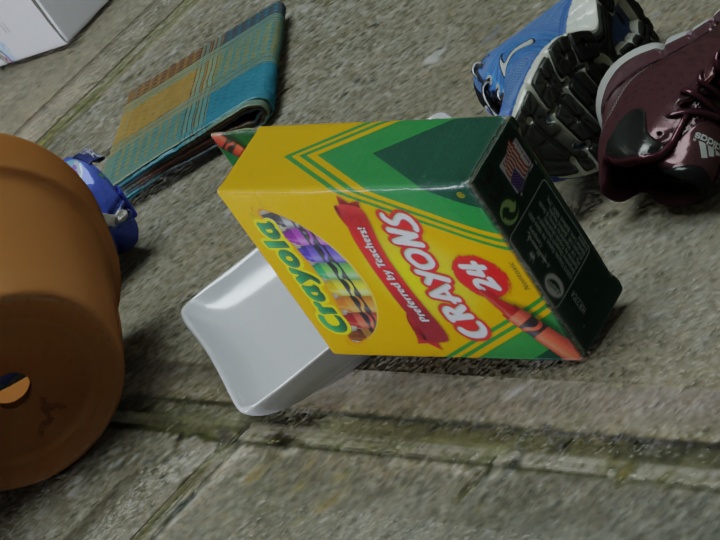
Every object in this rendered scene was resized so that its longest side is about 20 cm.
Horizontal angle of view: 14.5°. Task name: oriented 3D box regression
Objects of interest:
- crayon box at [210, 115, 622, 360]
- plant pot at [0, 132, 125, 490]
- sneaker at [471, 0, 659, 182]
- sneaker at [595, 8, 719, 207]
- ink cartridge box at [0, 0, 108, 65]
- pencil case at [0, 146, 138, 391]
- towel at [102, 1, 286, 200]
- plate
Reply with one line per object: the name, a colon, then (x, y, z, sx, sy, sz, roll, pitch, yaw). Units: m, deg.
crayon box: (0.017, -0.015, 1.430, 0.200, 0.127, 0.051, 0, 47, 42)
plant pot: (-0.225, 0.036, 1.680, 0.200, 0.200, 0.140, -37, 37, -1)
sneaker: (0.107, -0.095, 1.594, 0.089, 0.079, 0.200, -31, 13, 28)
sneaker: (0.200, -0.090, 1.448, 0.200, 0.076, 0.116, -34, 24, 35)
ink cartridge box: (-0.318, -0.278, 2.505, 0.200, 0.146, 0.147, -11, 32, 48)
pencil case: (-0.222, 0.011, 1.855, 0.087, 0.078, 0.200, -6, 37, 49)
towel: (-0.118, -0.121, 2.051, 0.146, 0.022, 0.200, -29, 20, 15)
plate: (0.000, 0.000, 1.603, 0.199, 0.032, 0.200, -38, 22, -1)
